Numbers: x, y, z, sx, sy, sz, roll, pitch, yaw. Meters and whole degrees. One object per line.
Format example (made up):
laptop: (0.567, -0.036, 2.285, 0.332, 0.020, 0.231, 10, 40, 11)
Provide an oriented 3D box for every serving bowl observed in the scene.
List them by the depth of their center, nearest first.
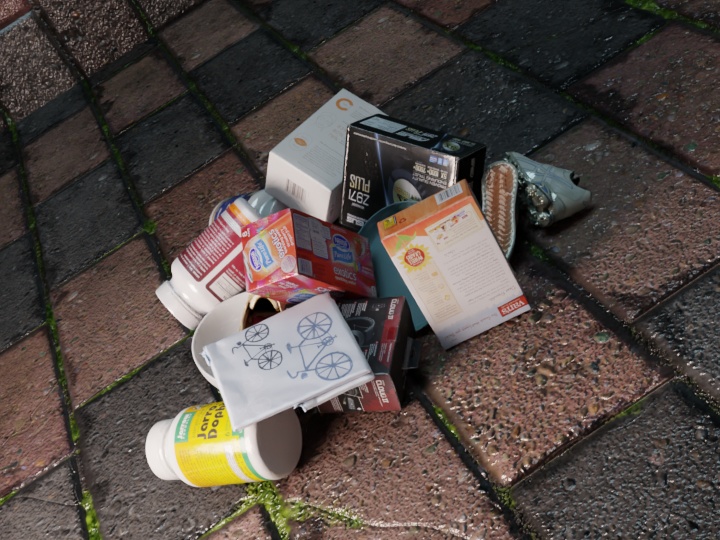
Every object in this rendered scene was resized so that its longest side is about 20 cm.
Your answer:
serving bowl: (-0.146, 0.118, 1.740, 0.199, 0.066, 0.200, -6, 43, 6)

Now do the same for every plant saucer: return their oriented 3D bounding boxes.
plant saucer: (0.064, -0.001, 1.700, 0.200, 0.027, 0.201, -9, 74, 35)

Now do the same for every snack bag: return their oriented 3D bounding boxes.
snack bag: (-0.100, 0.123, 1.547, 0.200, 0.021, 0.189, -24, 39, -7)

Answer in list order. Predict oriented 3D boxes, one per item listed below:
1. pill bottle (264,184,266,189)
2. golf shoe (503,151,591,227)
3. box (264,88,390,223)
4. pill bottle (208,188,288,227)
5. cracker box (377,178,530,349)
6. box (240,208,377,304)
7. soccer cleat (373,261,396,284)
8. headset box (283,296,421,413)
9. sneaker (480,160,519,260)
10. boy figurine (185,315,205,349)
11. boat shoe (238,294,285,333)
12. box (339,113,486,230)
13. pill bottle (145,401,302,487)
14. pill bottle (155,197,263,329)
pill bottle: (-0.063, -0.147, 2.042, 0.199, 0.112, 0.112, -16, 33, 25)
golf shoe: (0.279, -0.127, 1.764, 0.097, 0.079, 0.200, -13, 32, -9)
box: (-0.043, -0.181, 1.881, 0.124, 0.098, 0.200, 34, 54, 16)
pill bottle: (-0.166, -0.080, 1.971, 0.111, 0.111, 0.200, -48, 22, -27)
cracker box: (0.127, -0.006, 1.566, 0.134, 0.200, 0.058, -26, 29, 9)
box: (-0.071, -0.009, 1.660, 0.095, 0.200, 0.100, -18, 69, 30)
soccer cleat: (0.000, 0.000, 1.805, 0.200, 0.070, 0.086, -1, 42, 42)
headset box: (-0.017, 0.115, 1.599, 0.199, 0.077, 0.149, -4, 42, 16)
sneaker: (0.200, -0.057, 1.717, 0.071, 0.080, 0.201, 8, 65, 16)
boy figurine: (-0.225, 0.058, 1.930, 0.124, 0.064, 0.200, -43, 16, 36)
boat shoe: (-0.135, 0.059, 1.701, 0.073, 0.069, 0.200, -3, 43, 7)
box: (0.076, -0.129, 1.760, 0.200, 0.164, 0.086, 21, 30, 28)
pill bottle: (-0.189, 0.234, 1.582, 0.200, 0.113, 0.113, -11, 35, 32)
pill bottle: (-0.219, -0.008, 1.817, 0.200, 0.113, 0.113, -44, 30, 0)
